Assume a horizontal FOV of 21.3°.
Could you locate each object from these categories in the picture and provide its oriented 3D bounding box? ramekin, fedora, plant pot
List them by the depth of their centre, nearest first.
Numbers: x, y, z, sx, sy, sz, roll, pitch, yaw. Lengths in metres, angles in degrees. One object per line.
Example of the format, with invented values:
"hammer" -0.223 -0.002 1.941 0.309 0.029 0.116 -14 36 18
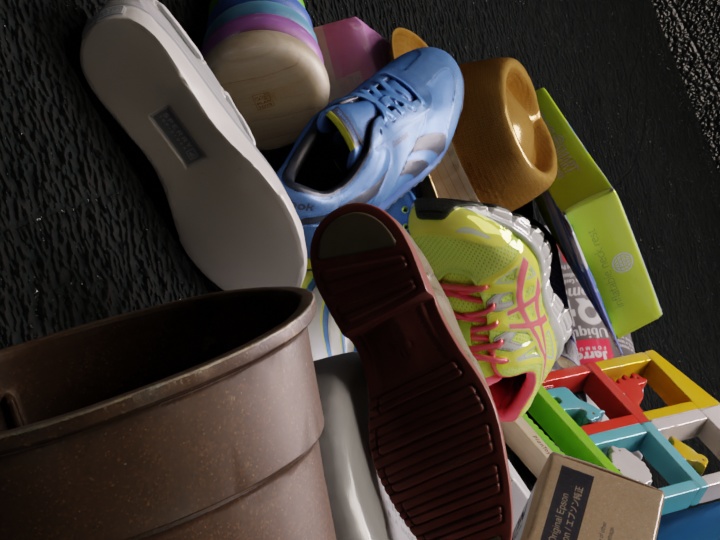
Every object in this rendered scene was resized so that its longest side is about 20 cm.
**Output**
"plant pot" -0.087 0.130 0.731 0.200 0.199 0.199 -38 113 -70
"ramekin" -0.011 0.142 1.041 0.201 0.097 0.201 53 25 -39
"fedora" 0.086 -0.092 1.335 0.201 0.081 0.202 -19 90 -75

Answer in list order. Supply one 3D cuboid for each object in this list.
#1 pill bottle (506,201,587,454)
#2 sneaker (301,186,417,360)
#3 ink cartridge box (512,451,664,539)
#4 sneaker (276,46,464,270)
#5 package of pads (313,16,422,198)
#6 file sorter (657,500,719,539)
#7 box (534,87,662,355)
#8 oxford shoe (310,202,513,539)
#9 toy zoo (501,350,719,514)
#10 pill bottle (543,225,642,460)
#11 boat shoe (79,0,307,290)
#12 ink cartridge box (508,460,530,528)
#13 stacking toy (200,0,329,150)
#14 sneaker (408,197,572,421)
"pill bottle" 0.102 0.027 1.443 0.112 0.111 0.201 45 31 -50
"sneaker" 0.000 0.000 1.202 0.201 0.105 0.076 -90 155 -46
"ink cartridge box" 0.095 0.230 1.074 0.165 0.075 0.201 -67 175 -50
"sneaker" 0.009 -0.086 1.188 0.200 0.066 0.079 -49 161 -34
"package of pads" 0.014 -0.069 1.357 0.120 0.075 0.201 24 48 -64
"file sorter" 0.190 0.249 1.282 0.123 0.199 0.139 69 19 -9
"box" 0.164 -0.040 1.421 0.200 0.047 0.122 -112 176 -58
"oxford shoe" 0.037 0.059 1.006 0.075 0.070 0.201 1 71 -76
"toy zoo" 0.192 0.113 1.323 0.199 0.021 0.131 -9 44 -38
"pill bottle" 0.173 0.072 1.595 0.111 0.110 0.201 38 36 -56
"boat shoe" -0.092 -0.071 1.099 0.200 0.072 0.069 52 25 -20
"ink cartridge box" 0.054 0.122 1.230 0.116 0.067 0.200 53 2 -39
"stacking toy" -0.065 -0.170 1.249 0.085 0.085 0.201 54 20 -37
"sneaker" 0.078 0.028 1.194 0.200 0.078 0.091 53 52 -48
